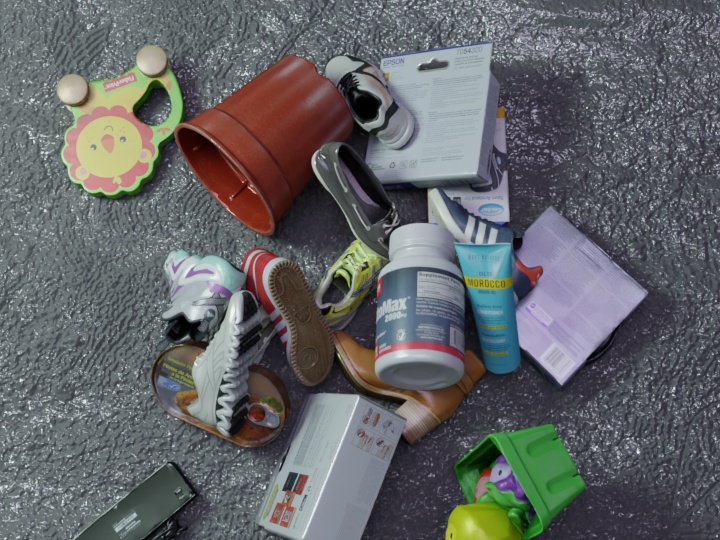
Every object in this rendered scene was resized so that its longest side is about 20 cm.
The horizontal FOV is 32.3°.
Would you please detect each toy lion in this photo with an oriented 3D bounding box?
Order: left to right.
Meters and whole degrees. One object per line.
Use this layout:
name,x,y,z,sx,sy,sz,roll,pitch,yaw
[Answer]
toy lion,-0.350,-0.210,1.837,0.198,0.069,0.193,-21,82,-4

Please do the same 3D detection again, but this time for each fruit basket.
fruit basket,0.169,0.306,1.597,0.214,0.216,0.156,-27,75,-5

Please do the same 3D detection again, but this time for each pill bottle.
pill bottle,0.080,0.047,1.657,0.118,0.120,0.202,1,65,2

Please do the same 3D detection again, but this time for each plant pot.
plant pot,-0.126,-0.190,1.761,0.201,0.201,0.195,42,71,12

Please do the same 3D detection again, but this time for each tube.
tube,0.177,0.045,1.656,0.077,0.201,0.051,-1,35,19

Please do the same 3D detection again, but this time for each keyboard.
keyboard,-0.306,0.359,1.694,0.200,0.040,0.104,-39,53,-7

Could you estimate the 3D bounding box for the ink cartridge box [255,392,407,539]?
ink cartridge box,-0.044,0.270,1.660,0.083,0.175,0.202,28,76,-22

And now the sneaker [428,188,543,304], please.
sneaker,0.176,-0.047,1.721,0.084,0.075,0.201,-36,76,-4

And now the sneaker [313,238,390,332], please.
sneaker,0.000,0.000,1.754,0.075,0.076,0.201,30,75,12

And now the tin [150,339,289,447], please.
tin,-0.191,0.167,1.709,0.198,0.042,0.113,23,113,8

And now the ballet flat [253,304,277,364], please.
ballet flat,-0.153,0.086,1.741,0.069,0.069,0.200,37,79,11

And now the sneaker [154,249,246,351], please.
sneaker,-0.244,0.048,1.695,0.077,0.200,0.141,35,75,-23

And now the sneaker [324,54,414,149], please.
sneaker,0.002,-0.258,1.795,0.074,0.080,0.200,-51,50,12

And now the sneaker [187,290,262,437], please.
sneaker,-0.183,0.119,1.641,0.080,0.075,0.202,18,108,19

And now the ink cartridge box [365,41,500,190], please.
ink cartridge box,0.104,-0.218,1.781,0.195,0.043,0.202,-1,72,36

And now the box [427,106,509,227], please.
box,0.155,-0.137,1.806,0.118,0.042,0.202,-1,76,3

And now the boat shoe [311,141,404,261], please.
boat shoe,0.010,-0.093,1.711,0.200,0.057,0.067,51,55,-15

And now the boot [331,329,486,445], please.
boot,0.063,0.121,1.718,0.155,0.077,0.200,-42,75,-11

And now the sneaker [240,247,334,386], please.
sneaker,-0.103,0.058,1.696,0.071,0.201,0.112,-29,30,-22

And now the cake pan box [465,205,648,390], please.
cake pan box,0.276,0.040,1.747,0.200,0.052,0.184,42,82,12
